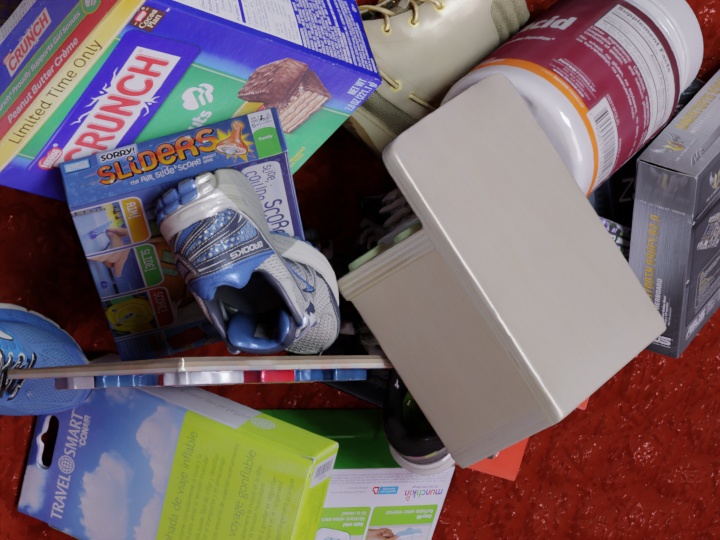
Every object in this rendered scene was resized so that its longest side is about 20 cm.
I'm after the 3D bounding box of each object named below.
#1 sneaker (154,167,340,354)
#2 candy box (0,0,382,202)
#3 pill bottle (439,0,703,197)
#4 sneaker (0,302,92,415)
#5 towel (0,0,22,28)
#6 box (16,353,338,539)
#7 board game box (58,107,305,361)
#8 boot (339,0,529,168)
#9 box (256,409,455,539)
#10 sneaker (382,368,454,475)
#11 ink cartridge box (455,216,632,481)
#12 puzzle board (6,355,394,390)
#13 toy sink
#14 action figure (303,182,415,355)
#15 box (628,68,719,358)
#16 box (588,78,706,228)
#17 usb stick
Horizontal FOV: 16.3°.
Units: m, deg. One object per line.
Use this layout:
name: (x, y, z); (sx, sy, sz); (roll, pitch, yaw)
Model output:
sneaker: (-0.063, 0.020, 1.515); (0.077, 0.085, 0.200); (-26, 150, 12)
candy box: (-0.116, -0.112, 1.514); (0.199, 0.077, 0.169); (16, 132, -39)
pill bottle: (0.147, -0.121, 1.703); (0.200, 0.114, 0.115); (-40, 138, -46)
sneaker: (-0.248, 0.064, 1.577); (0.199, 0.089, 0.079); (12, 108, -40)
towel: (-0.205, -0.132, 1.544); (0.199, 0.023, 0.144); (11, 109, -40)
box: (-0.123, 0.139, 1.668); (0.048, 0.199, 0.122); (-24, 132, -64)
board game box: (-0.101, -0.017, 1.557); (0.135, 0.035, 0.200); (-14, 150, -4)
boot: (0.021, -0.170, 1.657); (0.156, 0.073, 0.200); (-49, 135, -3)
box: (-0.055, 0.198, 1.794); (0.199, 0.097, 0.177); (1, 114, -38)
sneaker: (0.070, 0.045, 1.697); (0.201, 0.074, 0.087); (-64, 168, 2)
ink cartridge box: (0.121, 0.051, 1.788); (0.109, 0.050, 0.201); (18, 90, -42)
puzzle board: (-0.098, 0.065, 1.576); (0.200, 0.150, 0.017); (2, 84, -51)
toy sink: (0.074, 0.000, 1.598); (0.130, 0.112, 0.200); (-36, 94, -44)
action figure: (0.000, 0.000, 1.718); (0.199, 0.102, 0.120); (-9, 102, -30)
box: (0.258, -0.054, 1.841); (0.200, 0.048, 0.159); (-45, 144, -45)
box: (0.160, -0.056, 1.848); (0.199, 0.044, 0.161); (-11, 121, -33)
usb stick: (0.028, 0.077, 1.833); (0.200, 0.033, 0.056); (25, 105, -43)
